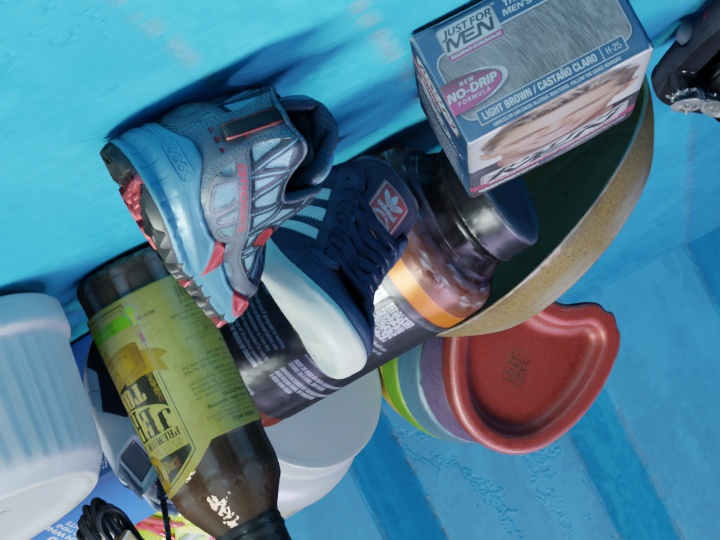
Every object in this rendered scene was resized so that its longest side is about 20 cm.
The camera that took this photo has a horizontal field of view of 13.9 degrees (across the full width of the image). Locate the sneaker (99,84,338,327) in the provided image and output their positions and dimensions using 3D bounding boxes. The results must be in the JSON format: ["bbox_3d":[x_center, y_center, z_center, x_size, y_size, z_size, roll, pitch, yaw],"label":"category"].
[{"bbox_3d":[-0.047,-0.033,1.299,0.095,0.080,0.200,-29,174,0],"label":"sneaker"}]

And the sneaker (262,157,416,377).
[{"bbox_3d":[-0.009,-0.013,1.461,0.084,0.075,0.200,-33,-160,1],"label":"sneaker"}]

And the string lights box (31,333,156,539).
[{"bbox_3d":[-0.162,0.102,1.761,0.199,0.103,0.059,-31,140,31],"label":"string lights box"}]

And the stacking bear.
[{"bbox_3d":[0.056,0.051,1.913,0.200,0.121,0.114,11,-104,62],"label":"stacking bear"}]

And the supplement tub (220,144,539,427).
[{"bbox_3d":[0.000,0.000,1.648,0.199,0.107,0.107,-29,174,20],"label":"supplement tub"}]

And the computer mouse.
[{"bbox_3d":[-0.121,0.100,1.614,0.044,0.201,0.110,-28,135,22],"label":"computer mouse"}]

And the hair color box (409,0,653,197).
[{"bbox_3d":[0.082,-0.094,1.445,0.100,0.061,0.200,-28,173,0],"label":"hair color box"}]

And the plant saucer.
[{"bbox_3d":[0.107,-0.032,1.713,0.200,0.035,0.200,-44,-162,19],"label":"plant saucer"}]

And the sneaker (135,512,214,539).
[{"bbox_3d":[-0.117,0.179,1.841,0.078,0.201,0.091,11,-131,24],"label":"sneaker"}]

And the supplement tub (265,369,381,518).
[{"bbox_3d":[-0.088,0.102,1.930,0.145,0.146,0.200,-23,172,-38],"label":"supplement tub"}]

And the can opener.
[{"bbox_3d":[0.223,-0.143,1.732,0.063,0.079,0.200,13,161,-9],"label":"can opener"}]

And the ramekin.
[{"bbox_3d":[-0.223,0.101,1.497,0.201,0.095,0.202,-28,169,-6],"label":"ramekin"}]

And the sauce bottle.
[{"bbox_3d":[-0.083,0.085,1.554,0.064,0.201,0.065,-26,172,-4],"label":"sauce bottle"}]
